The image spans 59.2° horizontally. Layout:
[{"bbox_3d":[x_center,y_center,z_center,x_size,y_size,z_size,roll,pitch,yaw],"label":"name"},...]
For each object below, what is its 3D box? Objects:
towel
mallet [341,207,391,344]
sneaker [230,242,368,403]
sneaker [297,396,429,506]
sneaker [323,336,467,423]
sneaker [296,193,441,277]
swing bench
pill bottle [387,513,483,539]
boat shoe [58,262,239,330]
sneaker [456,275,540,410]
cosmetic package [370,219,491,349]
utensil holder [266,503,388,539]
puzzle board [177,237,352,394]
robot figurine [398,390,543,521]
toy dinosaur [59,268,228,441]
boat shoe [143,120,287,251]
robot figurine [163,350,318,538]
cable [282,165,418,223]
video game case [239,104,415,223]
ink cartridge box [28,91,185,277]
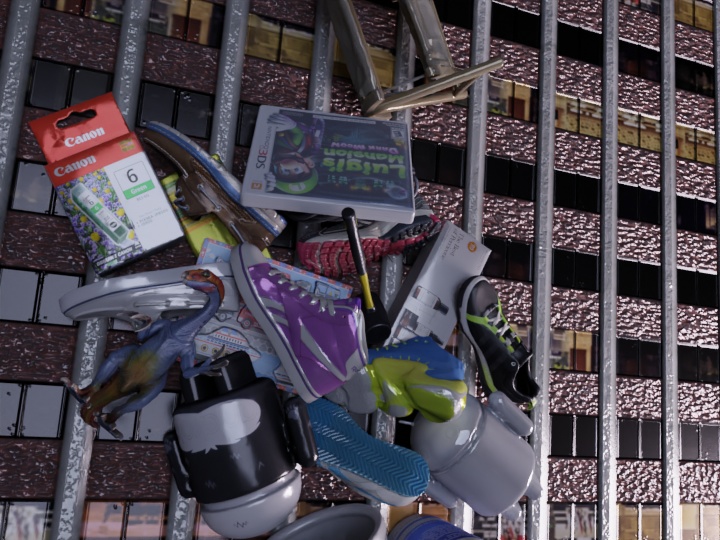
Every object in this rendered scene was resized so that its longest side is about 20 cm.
[{"bbox_3d":[-0.172,-0.040,0.799,0.086,0.018,0.201,-28,94,-15],"label":"towel"},{"bbox_3d":[0.000,0.000,0.774,0.041,0.066,0.201,-17,127,-5],"label":"mallet"},{"bbox_3d":[-0.062,0.037,0.733,0.114,0.073,0.202,-32,89,10],"label":"sneaker"},{"bbox_3d":[-0.016,0.230,0.785,0.199,0.081,0.077,30,53,7],"label":"sneaker"},{"bbox_3d":[0.038,0.126,0.788,0.198,0.076,0.105,13,33,16],"label":"sneaker"},{"bbox_3d":[0.006,-0.050,0.838,0.198,0.081,0.075,-16,61,-25],"label":"sneaker"},{"bbox_3d":[0.054,-0.325,0.862,0.198,0.130,0.201,-19,90,-16],"label":"swing bench"},{"bbox_3d":[0.110,0.365,0.747,0.111,0.200,0.113,3,81,-19],"label":"pill bottle"},{"bbox_3d":[-0.236,0.039,0.718,0.198,0.074,0.066,-11,81,-5],"label":"boat shoe"},{"bbox_3d":[0.196,0.096,0.854,0.072,0.082,0.202,-36,114,-35],"label":"sneaker"},{"bbox_3d":[0.099,0.038,0.867,0.082,0.051,0.201,32,74,-14],"label":"cosmetic package"},{"bbox_3d":[-0.020,0.398,0.715,0.169,0.170,0.202,-22,93,-21],"label":"utensil holder"},{"bbox_3d":[-0.120,0.062,0.789,0.198,0.017,0.152,19,82,-15],"label":"puzzle board"},{"bbox_3d":[0.144,0.236,0.824,0.200,0.113,0.170,42,95,-11],"label":"robot figurine"},{"bbox_3d":[-0.225,0.077,0.680,0.105,0.199,0.182,53,56,-19],"label":"toy dinosaur"},{"bbox_3d":[-0.184,-0.094,0.753,0.200,0.072,0.073,39,85,-6],"label":"boat shoe"},{"bbox_3d":[-0.139,0.197,0.722,0.124,0.150,0.202,-16,88,-38],"label":"robot figurine"},{"bbox_3d":[-0.034,-0.127,0.808,0.198,0.051,0.164,-18,57,-22],"label":"cable"},{"bbox_3d":[-0.035,-0.134,0.773,0.198,0.023,0.183,6,46,-5],"label":"video game case"},{"bbox_3d":[-0.297,-0.106,0.738,0.108,0.050,0.202,-26,93,-16],"label":"ink cartridge box"}]
